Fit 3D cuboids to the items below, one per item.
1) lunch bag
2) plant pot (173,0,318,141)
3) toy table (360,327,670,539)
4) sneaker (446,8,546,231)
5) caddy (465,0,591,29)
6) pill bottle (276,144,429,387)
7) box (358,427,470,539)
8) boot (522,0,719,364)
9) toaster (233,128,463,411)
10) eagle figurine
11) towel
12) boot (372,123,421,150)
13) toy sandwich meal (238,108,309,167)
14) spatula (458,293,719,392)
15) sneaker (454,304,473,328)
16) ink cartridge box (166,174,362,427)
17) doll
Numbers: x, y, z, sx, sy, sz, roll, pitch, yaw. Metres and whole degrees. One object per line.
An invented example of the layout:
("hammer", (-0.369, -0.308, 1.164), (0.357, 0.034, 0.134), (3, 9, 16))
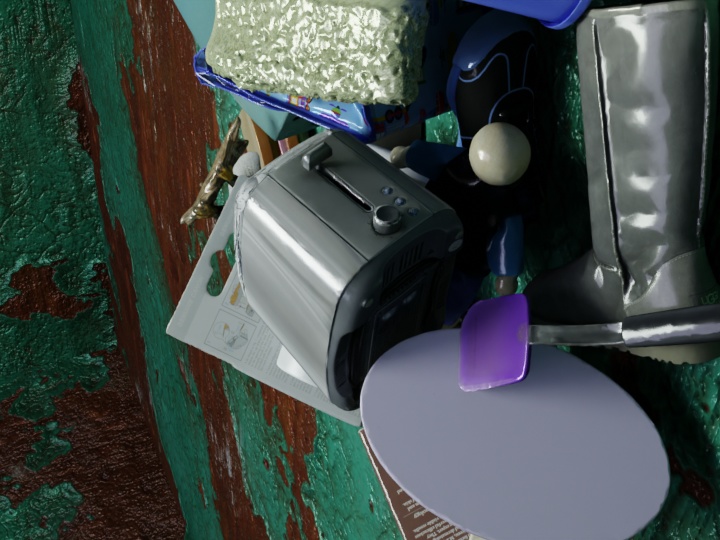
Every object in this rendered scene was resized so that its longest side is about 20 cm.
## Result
("lunch bag", (-0.021, -0.170, 0.784), (0.198, 0.150, 0.095), (15, 119, 40))
("plant pot", (-0.080, -0.244, 1.011), (0.202, 0.140, 0.141), (65, 158, 10))
("toy table", (0.100, 0.119, 0.695), (0.198, 0.185, 0.117), (29, 168, 13))
("sneaker", (0.104, -0.085, 0.733), (0.078, 0.069, 0.202), (52, 154, 36))
("caddy", (0.113, -0.228, 0.562), (0.200, 0.103, 0.143), (117, 158, -61))
("pill bottle", (0.000, 0.000, 0.874), (0.111, 0.110, 0.203), (27, 97, 64))
("box", (0.079, 0.226, 0.928), (0.202, 0.074, 0.100), (67, -169, 26))
("boot", (0.148, -0.056, 0.619), (0.181, 0.072, 0.203), (5, 114, 54))
("toaster", (-0.012, 0.001, 0.704), (0.129, 0.113, 0.201), (44, 154, 24))
("eagle figurine", (-0.076, -0.038, 1.036), (0.152, 0.198, 0.152), (-65, 11, -21))
("towel", (-0.030, -0.183, 0.657), (0.199, 0.036, 0.151), (19, 106, 43))
("boot", (0.015, -0.159, 0.933), (0.076, 0.072, 0.203), (-106, 14, -68))
("toy sandwich meal", (-0.114, -0.139, 1.255), (0.205, 0.069, 0.208), (166, 90, -70))
("spatula", (0.135, 0.036, 0.590), (0.198, 0.020, 0.057), (-9, 71, 37))
("sneaker", (0.097, 0.097, 0.872), (0.200, 0.075, 0.117), (-126, 22, -65))
("ink cartridge box", (-0.055, 0.029, 0.947), (0.057, 0.198, 0.164), (139, 157, -82))
("doll", (0.065, -0.034, 0.716), (0.137, 0.048, 0.201), (55, 152, 17))
